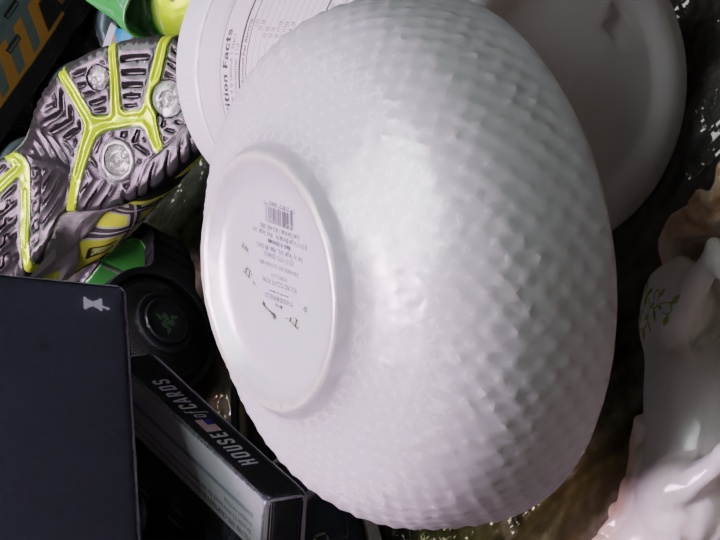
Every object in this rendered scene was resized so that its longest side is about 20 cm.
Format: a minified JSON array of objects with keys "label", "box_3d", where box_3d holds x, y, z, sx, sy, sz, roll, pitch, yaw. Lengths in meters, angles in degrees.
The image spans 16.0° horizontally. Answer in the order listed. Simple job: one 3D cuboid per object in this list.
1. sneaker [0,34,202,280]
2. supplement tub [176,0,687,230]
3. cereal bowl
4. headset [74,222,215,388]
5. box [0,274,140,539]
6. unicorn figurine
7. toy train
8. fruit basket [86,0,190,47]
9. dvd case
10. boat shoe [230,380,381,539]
[{"label":"sneaker","box_3d":[-0.123,-0.055,1.250,0.200,0.076,0.075,-32,79,35]},{"label":"supplement tub","box_3d":[0.026,-0.081,1.065,0.200,0.132,0.132,11,83,57]},{"label":"cereal bowl","box_3d":[0.000,0.000,0.928,0.200,0.083,0.200,21,115,55]},{"label":"headset","box_3d":[-0.113,0.064,1.263,0.124,0.094,0.200,-50,24,26]},{"label":"box","box_3d":[-0.169,0.135,1.082,0.200,0.123,0.198,-100,22,-49]},{"label":"unicorn figurine","box_3d":[0.121,0.059,0.931,0.137,0.074,0.200,-26,39,57]},{"label":"toy train","box_3d":[-0.183,-0.106,1.352,0.085,0.114,0.200,-8,45,54]},{"label":"fruit basket","box_3d":[-0.048,-0.165,1.244,0.200,0.094,0.185,17,88,52]},{"label":"dvd case","box_3d":[-0.073,0.156,1.113,0.150,0.025,0.200,35,126,53]},{"label":"boat shoe","box_3d":[-0.030,0.094,1.118,0.075,0.062,0.200,-25,54,46]}]
